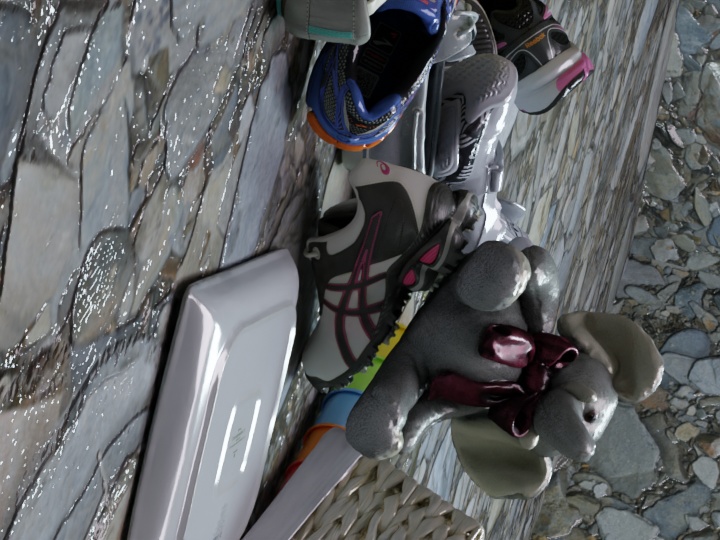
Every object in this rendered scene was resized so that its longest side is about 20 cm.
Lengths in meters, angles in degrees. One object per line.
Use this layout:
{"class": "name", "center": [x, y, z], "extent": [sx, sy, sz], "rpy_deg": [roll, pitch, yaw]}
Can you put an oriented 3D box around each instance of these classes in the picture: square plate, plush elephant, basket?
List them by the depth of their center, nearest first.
{"class": "square plate", "center": [-0.081, 0.094, 1.185], "extent": [0.200, 0.028, 0.198], "rpy_deg": [-26, 130, -75]}
{"class": "basket", "center": [-0.019, 0.225, 1.314], "extent": [0.200, 0.123, 0.136], "rpy_deg": [-51, 156, -34]}
{"class": "plush elephant", "center": [0.102, 0.071, 1.340], "extent": [0.165, 0.155, 0.200], "rpy_deg": [-53, -179, 12]}

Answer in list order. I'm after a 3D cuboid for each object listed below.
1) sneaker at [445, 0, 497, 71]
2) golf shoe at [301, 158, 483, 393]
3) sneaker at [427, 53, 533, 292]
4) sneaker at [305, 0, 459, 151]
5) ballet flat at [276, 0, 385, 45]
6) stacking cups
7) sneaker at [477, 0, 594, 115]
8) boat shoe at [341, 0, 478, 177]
{"class": "sneaker", "center": [0.049, -0.114, 1.484], "extent": [0.083, 0.081, 0.200], "rpy_deg": [-104, -165, -53]}
{"class": "golf shoe", "center": [0.000, 0.000, 1.354], "extent": [0.200, 0.088, 0.077], "rpy_deg": [-54, -171, 42]}
{"class": "sneaker", "center": [0.083, -0.058, 1.435], "extent": [0.200, 0.115, 0.075], "rpy_deg": [-59, -152, 32]}
{"class": "sneaker", "center": [0.031, -0.162, 1.196], "extent": [0.078, 0.075, 0.200], "rpy_deg": [-158, -95, -77]}
{"class": "ballet flat", "center": [0.013, -0.207, 1.149], "extent": [0.067, 0.064, 0.200], "rpy_deg": [83, 24, -63]}
{"class": "stacking cups", "center": [-0.006, 0.117, 1.491], "extent": [0.200, 0.060, 0.061], "rpy_deg": [-61, 163, -50]}
{"class": "sneaker", "center": [0.104, -0.179, 1.508], "extent": [0.080, 0.086, 0.200], "rpy_deg": [-37, -160, -9]}
{"class": "boat shoe", "center": [0.041, -0.150, 1.342], "extent": [0.070, 0.071, 0.201], "rpy_deg": [-47, 150, -67]}
